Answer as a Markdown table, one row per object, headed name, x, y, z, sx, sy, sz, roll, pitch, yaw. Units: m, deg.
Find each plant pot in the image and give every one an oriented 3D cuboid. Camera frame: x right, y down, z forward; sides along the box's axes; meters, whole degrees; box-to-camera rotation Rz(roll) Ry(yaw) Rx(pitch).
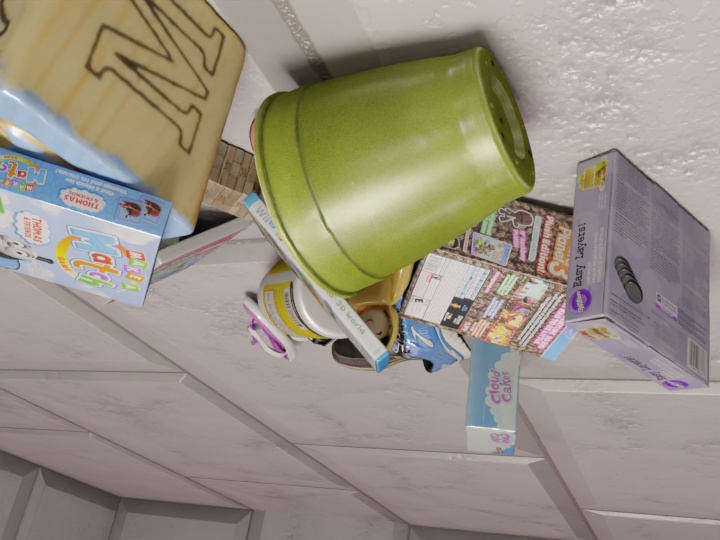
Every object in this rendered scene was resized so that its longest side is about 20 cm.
| name | x | y | z | sx | sy | sz | roll | pitch | yaw |
| --- | --- | --- | --- | --- | --- | --- | --- | --- | --- |
| plant pot | 0.042 | -0.100 | 0.679 | 0.192 | 0.201 | 0.200 | -19 | 143 | 25 |

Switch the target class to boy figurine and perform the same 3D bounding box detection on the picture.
| name | x | y | z | sx | sy | sz | roll | pitch | yaw |
| --- | --- | --- | --- | --- | --- | --- | --- | --- | --- |
| boy figurine | 0.000 | 0.000 | 0.860 | 0.124 | 0.201 | 0.064 | -5 | -170 | 4 |

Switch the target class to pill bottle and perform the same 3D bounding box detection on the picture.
| name | x | y | z | sx | sy | sz | roll | pitch | yaw |
| --- | --- | --- | --- | --- | --- | --- | --- | --- | --- |
| pill bottle | -0.060 | 0.030 | 0.987 | 0.114 | 0.115 | 0.200 | 21 | 169 | -21 |

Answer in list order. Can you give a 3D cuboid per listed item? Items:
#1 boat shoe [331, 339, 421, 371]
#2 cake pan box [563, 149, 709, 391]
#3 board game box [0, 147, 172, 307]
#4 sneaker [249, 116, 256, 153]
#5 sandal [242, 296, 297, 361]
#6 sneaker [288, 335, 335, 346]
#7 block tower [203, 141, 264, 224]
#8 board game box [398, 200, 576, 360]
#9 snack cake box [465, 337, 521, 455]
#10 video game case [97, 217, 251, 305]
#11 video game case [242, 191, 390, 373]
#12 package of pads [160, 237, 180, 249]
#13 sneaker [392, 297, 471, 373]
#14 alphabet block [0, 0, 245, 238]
| name | x | y | z | sx | sy | sz | roll | pitch | yaw |
| --- | --- | --- | --- | --- | --- | --- | --- | --- | --- |
| boat shoe | 0.055 | 0.098 | 1.151 | 0.199 | 0.075 | 0.073 | -7 | 148 | -6 |
| cake pan box | 0.288 | 0.005 | 0.779 | 0.200 | 0.185 | 0.052 | 28 | 153 | -33 |
| board game box | -0.258 | -0.038 | 0.605 | 0.199 | 0.037 | 0.151 | 16 | 152 | -14 |
| sneaker | -0.046 | -0.072 | 0.773 | 0.074 | 0.200 | 0.087 | -29 | -172 | 8 |
| sandal | -0.149 | 0.110 | 1.245 | 0.082 | 0.050 | 0.203 | 39 | 168 | 28 |
| sneaker | -0.072 | 0.079 | 1.165 | 0.074 | 0.080 | 0.200 | 17 | 154 | -18 |
| block tower | -0.119 | -0.090 | 0.875 | 0.200 | 0.058 | 0.054 | 23 | 150 | -22 |
| board game box | 0.161 | 0.004 | 0.883 | 0.199 | 0.097 | 0.160 | 16 | 148 | 0 |
| snack cake box | 0.183 | 0.136 | 1.050 | 0.067 | 0.201 | 0.115 | 4 | 153 | 10 |
| video game case | -0.246 | -0.012 | 1.010 | 0.200 | 0.143 | 0.017 | -25 | 93 | 49 |
| video game case | -0.041 | 0.018 | 0.779 | 0.200 | 0.018 | 0.143 | 49 | 174 | 10 |
| package of pads | -0.349 | -0.067 | 0.988 | 0.200 | 0.068 | 0.154 | 28 | 147 | -30 |
| sneaker | 0.073 | 0.077 | 1.053 | 0.089 | 0.079 | 0.200 | -37 | 122 | 5 |
| alphabet block | -0.242 | -0.149 | 0.645 | 0.195 | 0.201 | 0.196 | -6 | 149 | 31 |
